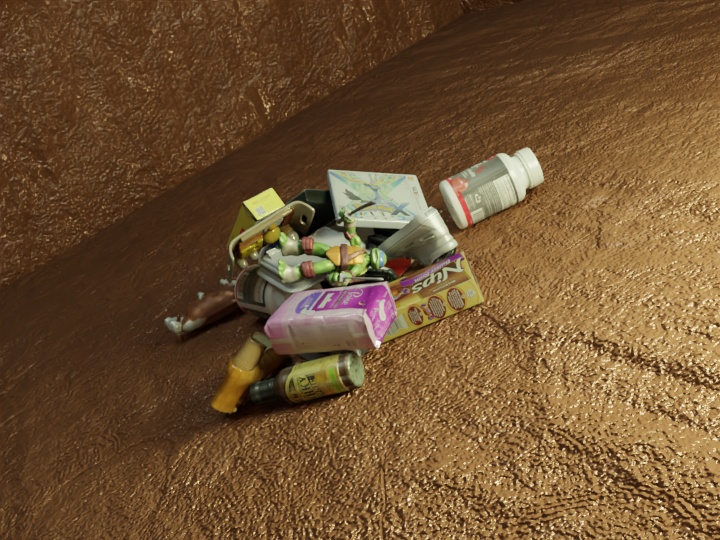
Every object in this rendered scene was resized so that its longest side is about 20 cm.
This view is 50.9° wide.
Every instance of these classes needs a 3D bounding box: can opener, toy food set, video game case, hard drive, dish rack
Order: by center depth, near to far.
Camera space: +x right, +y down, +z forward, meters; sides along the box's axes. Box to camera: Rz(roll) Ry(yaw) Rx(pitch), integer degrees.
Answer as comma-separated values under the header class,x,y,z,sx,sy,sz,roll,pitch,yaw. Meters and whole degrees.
class,x,y,z,sx,sy,sz,roll,pitch,yaw
dish rack,-0.097,-0.030,1.509,0.200,0.044,0.171,-25,28,-26
can opener,0.103,-0.059,1.526,0.200,0.079,0.063,17,49,39
toy food set,-0.188,-0.055,1.558,0.200,0.060,0.144,-35,-8,-19
video game case,0.038,-0.149,1.577,0.199,0.022,0.183,2,39,-12
hard drive,-0.117,-0.123,1.662,0.139,0.033,0.200,-1,-17,-40

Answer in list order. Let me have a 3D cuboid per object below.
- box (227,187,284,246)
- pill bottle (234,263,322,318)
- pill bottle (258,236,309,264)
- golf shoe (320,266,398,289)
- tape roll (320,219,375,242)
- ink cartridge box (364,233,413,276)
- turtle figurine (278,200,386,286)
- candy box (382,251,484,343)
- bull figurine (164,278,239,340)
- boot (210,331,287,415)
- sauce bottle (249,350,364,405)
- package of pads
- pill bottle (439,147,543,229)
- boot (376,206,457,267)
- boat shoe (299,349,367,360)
class,x,y,z,sx,sy,sz,roll,pitch,yaw
box,-0.222,-0.094,1.586,0.075,0.050,0.200,-32,-9,-30
pill bottle,-0.169,0.048,1.577,0.114,0.114,0.200,-39,26,-28
pill bottle,-0.130,-0.020,1.684,0.200,0.111,0.111,1,35,48
golf shoe,0.000,0.000,1.528,0.200,0.078,0.095,-4,42,39
tape roll,0.006,-0.126,1.721,0.202,0.071,0.202,-38,11,9
ink cartridge box,0.054,-0.044,1.619,0.162,0.050,0.200,-6,27,42
turtle figurine,-0.052,-0.042,1.358,0.193,0.144,0.200,-4,-2,3
candy box,0.111,0.048,1.350,0.199,0.057,0.117,-24,23,10
bull figurine,-0.355,0.086,1.757,0.199,0.065,0.122,-22,26,10
boot,-0.205,0.188,1.365,0.144,0.071,0.201,-58,-11,1
sauce bottle,-0.092,0.186,1.264,0.199,0.065,0.065,-19,24,23
package of pads,-0.050,0.082,1.271,0.199,0.076,0.121,-6,27,26
pill bottle,0.275,-0.177,1.585,0.200,0.111,0.111,-26,22,2
boot,0.101,-0.035,1.428,0.073,0.096,0.200,-32,-4,-35
boat shoe,-0.058,0.122,1.362,0.066,0.070,0.200,-33,23,-35
